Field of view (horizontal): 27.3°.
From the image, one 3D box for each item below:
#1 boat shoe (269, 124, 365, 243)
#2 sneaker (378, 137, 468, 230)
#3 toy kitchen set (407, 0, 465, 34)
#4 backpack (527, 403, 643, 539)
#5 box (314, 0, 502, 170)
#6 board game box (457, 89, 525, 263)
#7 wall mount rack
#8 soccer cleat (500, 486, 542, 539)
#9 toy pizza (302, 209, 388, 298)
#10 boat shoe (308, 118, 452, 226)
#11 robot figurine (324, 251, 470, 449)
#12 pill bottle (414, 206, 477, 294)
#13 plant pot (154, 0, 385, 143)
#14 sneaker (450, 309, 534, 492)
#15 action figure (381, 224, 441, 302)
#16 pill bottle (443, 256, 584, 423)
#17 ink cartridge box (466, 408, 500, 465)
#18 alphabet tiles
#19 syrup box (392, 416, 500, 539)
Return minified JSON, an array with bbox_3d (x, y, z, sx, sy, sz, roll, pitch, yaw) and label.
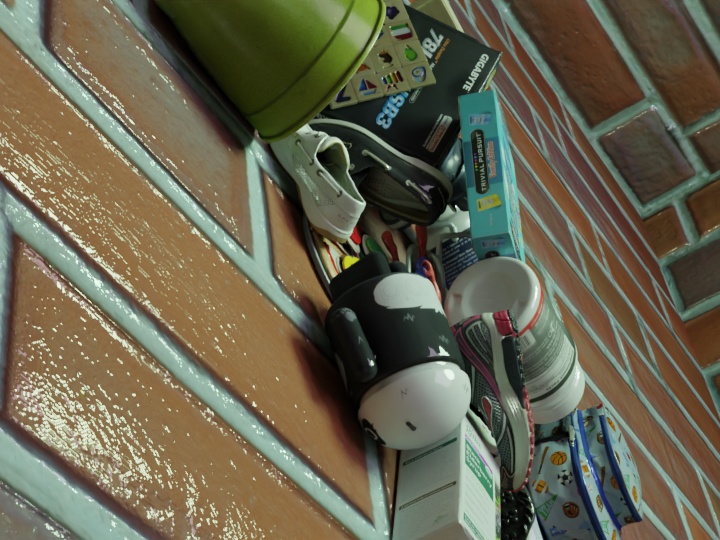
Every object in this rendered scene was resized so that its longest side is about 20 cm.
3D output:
[{"bbox_3d":[-0.043,-0.122,1.655,0.071,0.069,0.201,14,37,-45],"label":"boat shoe"},{"bbox_3d":[0.099,-0.100,1.859,0.146,0.077,0.203,45,44,-31],"label":"sneaker"},{"bbox_3d":[0.038,-0.247,1.902,0.164,0.199,0.180,62,17,8],"label":"toy kitchen set"},{"bbox_3d":[0.274,0.274,1.862,0.200,0.153,0.191,55,28,-29],"label":"backpack"},{"bbox_3d":[0.044,-0.229,1.809,0.197,0.201,0.050,27,-28,9],"label":"box"},{"bbox_3d":[0.155,-0.084,1.737,0.151,0.047,0.201,65,19,-55],"label":"board game box"},{"bbox_3d":[0.107,0.034,1.803,0.200,0.074,0.175,-141,-132,-77],"label":"wall mount rack"},{"bbox_3d":[0.180,0.319,1.662,0.073,0.068,0.201,65,4,-63],"label":"soccer cleat"},{"bbox_3d":[0.000,0.000,1.687,0.201,0.032,0.201,53,19,-26],"label":"toy pizza"},{"bbox_3d":[0.009,-0.112,1.731,0.199,0.074,0.060,27,46,4],"label":"boat shoe"},{"bbox_3d":[0.034,0.084,1.504,0.125,0.149,0.201,115,-40,-54],"label":"robot figurine"},{"bbox_3d":[0.141,-0.020,1.989,0.201,0.111,0.111,60,17,-1],"label":"pill bottle"},{"bbox_3d":[-0.109,-0.275,1.579,0.193,0.200,0.201,40,24,-23],"label":"plant pot"},{"bbox_3d":[0.144,0.140,1.580,0.081,0.074,0.202,-70,150,-74],"label":"sneaker"},{"bbox_3d":[0.052,0.006,1.656,0.201,0.065,0.099,-98,170,-47],"label":"action figure"},{"bbox_3d":[0.181,0.084,1.693,0.200,0.113,0.114,53,17,-46],"label":"pill bottle"},{"bbox_3d":[0.117,0.169,1.696,0.200,0.067,0.117,34,32,-57],"label":"ink cartridge box"},{"bbox_3d":[-0.029,-0.269,1.791,0.008,0.198,0.168,95,-22,-60],"label":"alphabet tiles"},{"bbox_3d":[0.088,0.235,1.481,0.079,0.081,0.200,56,19,-19],"label":"syrup box"}]
